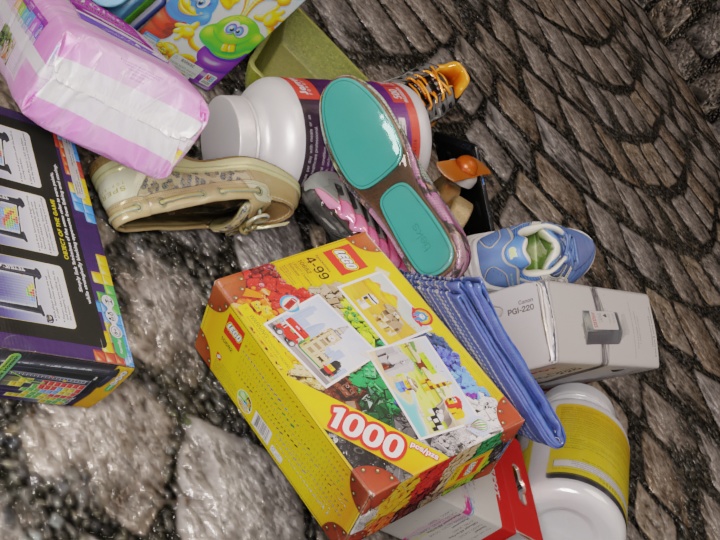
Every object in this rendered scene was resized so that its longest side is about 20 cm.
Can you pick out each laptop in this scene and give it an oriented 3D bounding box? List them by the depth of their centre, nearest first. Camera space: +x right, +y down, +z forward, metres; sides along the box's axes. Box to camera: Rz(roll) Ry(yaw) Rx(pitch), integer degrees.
[{"bbox_3d":[0.167,-0.061,1.272,0.177,0.103,0.201,-133,-151,-75],"label":"laptop"}]

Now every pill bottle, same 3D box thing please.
[{"bbox_3d":[-0.040,-0.120,1.051,0.199,0.113,0.113,-4,58,-34],"label":"pill bottle"},{"bbox_3d":[0.200,0.193,1.095,0.112,0.112,0.200,47,28,-11],"label":"pill bottle"}]

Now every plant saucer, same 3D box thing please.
[{"bbox_3d":[-0.041,-0.172,1.218,0.200,0.048,0.200,44,28,-17],"label":"plant saucer"}]

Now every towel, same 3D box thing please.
[{"bbox_3d":[0.086,0.062,0.890,0.145,0.024,0.200,58,-11,-10],"label":"towel"}]

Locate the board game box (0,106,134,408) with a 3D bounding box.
[{"bbox_3d":[-0.241,-0.019,0.716,0.165,0.057,0.201,15,45,-47],"label":"board game box"}]

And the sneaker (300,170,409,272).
[{"bbox_3d":[0.000,0.000,1.021,0.200,0.095,0.079,49,23,-27],"label":"sneaker"}]

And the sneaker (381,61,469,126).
[{"bbox_3d":[0.062,-0.192,1.268,0.078,0.077,0.200,53,28,-4],"label":"sneaker"}]

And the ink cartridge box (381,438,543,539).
[{"bbox_3d":[0.059,0.166,0.954,0.200,0.067,0.117,32,34,-34],"label":"ink cartridge box"}]

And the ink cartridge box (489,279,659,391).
[{"bbox_3d":[0.186,0.070,1.148,0.200,0.145,0.085,9,69,-46],"label":"ink cartridge box"}]

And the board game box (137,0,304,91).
[{"bbox_3d":[-0.119,-0.281,1.057,0.103,0.200,0.105,26,38,-41],"label":"board game box"}]

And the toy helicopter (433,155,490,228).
[{"bbox_3d":[0.080,-0.058,1.095,0.079,0.132,0.200,36,1,-8],"label":"toy helicopter"}]

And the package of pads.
[{"bbox_3d":[-0.197,-0.146,0.835,0.120,0.076,0.200,28,11,-34],"label":"package of pads"}]

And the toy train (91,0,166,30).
[{"bbox_3d":[-0.249,-0.291,0.951,0.200,0.085,0.116,50,1,-7],"label":"toy train"}]

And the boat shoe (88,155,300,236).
[{"bbox_3d":[-0.127,-0.053,0.928,0.199,0.073,0.063,3,60,-43],"label":"boat shoe"}]

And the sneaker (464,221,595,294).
[{"bbox_3d":[0.180,-0.010,1.125,0.200,0.077,0.076,-9,87,-47],"label":"sneaker"}]

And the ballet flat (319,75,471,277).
[{"bbox_3d":[0.031,-0.075,0.980,0.200,0.069,0.071,58,16,11],"label":"ballet flat"}]

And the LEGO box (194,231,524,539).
[{"bbox_3d":[-0.004,0.082,0.843,0.149,0.077,0.200,-20,58,-36],"label":"LEGO box"}]
